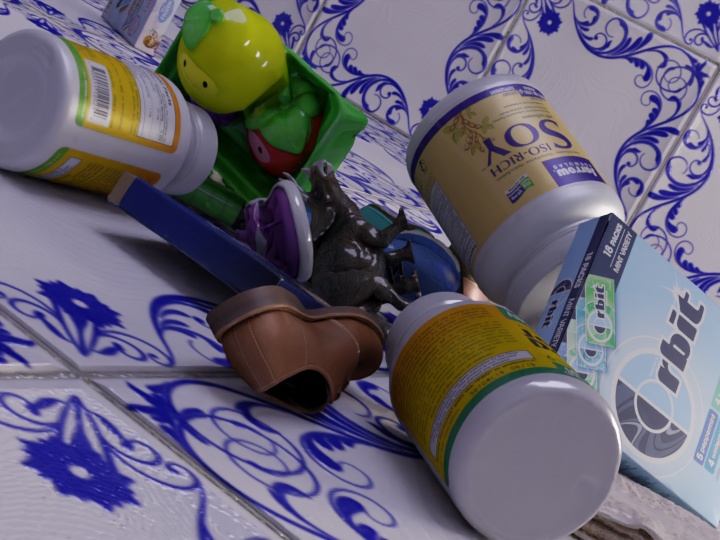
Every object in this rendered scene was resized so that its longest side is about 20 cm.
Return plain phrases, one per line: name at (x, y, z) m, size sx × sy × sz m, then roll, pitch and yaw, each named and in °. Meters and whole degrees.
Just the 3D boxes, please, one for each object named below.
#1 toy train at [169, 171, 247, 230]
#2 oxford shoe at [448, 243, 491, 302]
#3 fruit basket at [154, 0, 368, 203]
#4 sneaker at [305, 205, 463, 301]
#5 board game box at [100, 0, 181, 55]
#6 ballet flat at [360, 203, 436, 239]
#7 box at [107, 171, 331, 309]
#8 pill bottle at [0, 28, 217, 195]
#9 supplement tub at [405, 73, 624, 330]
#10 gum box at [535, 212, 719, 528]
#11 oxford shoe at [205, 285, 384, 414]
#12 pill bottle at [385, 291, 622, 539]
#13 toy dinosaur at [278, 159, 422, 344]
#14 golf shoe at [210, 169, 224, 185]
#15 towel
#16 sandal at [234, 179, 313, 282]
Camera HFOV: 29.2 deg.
toy train at (-0.174, -0.088, 1.297) m, size 0.199 × 0.042 × 0.056 m, roll 28°, pitch 20°, yaw -8°
oxford shoe at (0.118, 0.018, 1.371) m, size 0.071 × 0.074 × 0.200 m, roll 19°, pitch -12°, yaw 13°
fruit basket at (-0.111, -0.165, 1.253) m, size 0.215 × 0.156 × 0.216 m, roll 31°, pitch 19°, yaw -12°
sneaker at (0.000, 0.000, 1.246) m, size 0.199 × 0.079 × 0.089 m, roll 18°, pitch 28°, yaw 26°
board game box at (-0.350, -0.482, 2.320) m, size 0.041 × 0.200 × 0.200 m, roll 22°, pitch 13°, yaw -34°
ballet flat at (0.055, -0.018, 1.506) m, size 0.064 × 0.068 × 0.200 m, roll 31°, pitch 7°, yaw -34°
box at (-0.089, 0.000, 1.050) m, size 0.200 × 0.032 × 0.121 m, roll 35°, pitch 0°, yaw 26°
pill bottle at (-0.211, -0.119, 1.134) m, size 0.111 × 0.111 × 0.200 m, roll 35°, pitch 12°, yaw 32°
supplement tub at (0.143, -0.059, 1.224) m, size 0.145 × 0.145 × 0.200 m, roll 16°, pitch 36°, yaw -51°
gum box at (0.228, 0.082, 1.097) m, size 0.200 × 0.170 × 0.044 m, roll 38°, pitch -30°, yaw -21°
oxford shoe at (-0.033, 0.063, 0.910) m, size 0.200 × 0.071 × 0.071 m, roll 14°, pitch 47°, yaw -64°
pill bottle at (0.083, 0.087, 0.914) m, size 0.112 × 0.113 × 0.200 m, roll 25°, pitch 10°, yaw -22°
toy dinosaur at (-0.003, 0.005, 1.163) m, size 0.102 × 0.201 × 0.077 m, roll -10°, pitch -23°, yaw 3°
golf shoe at (-0.139, -0.119, 1.396) m, size 0.097 × 0.079 × 0.200 m, roll 23°, pitch 7°, yaw 27°
towel at (0.220, 0.192, 0.996) m, size 0.199 × 0.035 × 0.133 m, roll 30°, pitch 10°, yaw 2°
sandal at (-0.079, -0.025, 1.148) m, size 0.050 × 0.083 × 0.203 m, roll -16°, pitch 1°, yaw -13°
